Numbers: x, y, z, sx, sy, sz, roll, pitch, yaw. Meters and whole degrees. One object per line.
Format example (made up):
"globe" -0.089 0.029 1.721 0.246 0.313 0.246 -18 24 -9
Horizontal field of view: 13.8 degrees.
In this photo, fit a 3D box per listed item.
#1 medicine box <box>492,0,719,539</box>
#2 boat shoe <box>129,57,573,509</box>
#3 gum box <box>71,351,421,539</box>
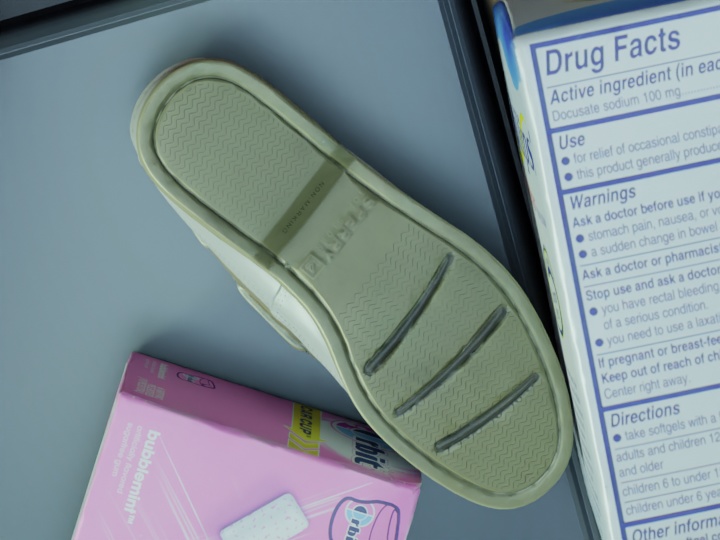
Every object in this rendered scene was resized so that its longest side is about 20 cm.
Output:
"medicine box" 0.155 -0.013 1.044 0.181 0.103 0.201 -12 102 1
"boat shoe" 0.000 0.000 1.060 0.075 0.068 0.200 -42 99 -1
"gum box" -0.062 0.145 1.089 0.113 0.066 0.201 18 101 -4
